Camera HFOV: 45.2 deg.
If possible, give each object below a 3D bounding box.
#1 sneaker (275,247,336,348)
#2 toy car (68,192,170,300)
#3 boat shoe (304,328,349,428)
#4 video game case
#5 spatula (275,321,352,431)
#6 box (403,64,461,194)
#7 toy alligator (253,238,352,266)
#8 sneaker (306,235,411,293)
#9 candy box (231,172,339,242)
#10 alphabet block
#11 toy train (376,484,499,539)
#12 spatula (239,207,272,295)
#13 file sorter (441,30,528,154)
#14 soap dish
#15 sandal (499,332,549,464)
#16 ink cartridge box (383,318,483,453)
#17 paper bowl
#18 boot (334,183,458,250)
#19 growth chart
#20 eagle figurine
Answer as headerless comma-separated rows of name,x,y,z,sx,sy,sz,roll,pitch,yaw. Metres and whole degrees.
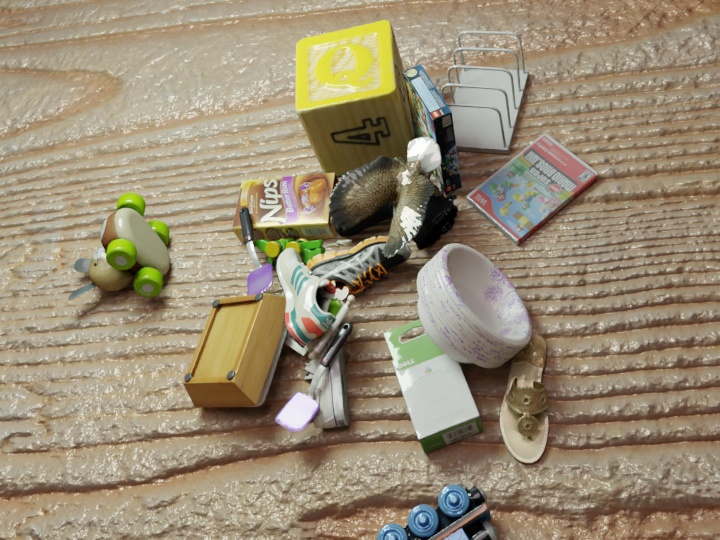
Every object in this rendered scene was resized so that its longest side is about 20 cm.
sneaker,-0.084,0.032,1.459,0.092,0.070,0.202,-28,45,17
toy car,-0.483,-0.022,1.665,0.198,0.158,0.166,-23,41,16
boat shoe,-0.063,0.169,1.454,0.069,0.071,0.203,-10,62,7
video game case,0.311,-0.151,1.570,0.199,0.018,0.143,-39,56,-9
spatula,-0.066,0.170,1.406,0.056,0.021,0.202,24,78,29
box,0.133,-0.255,1.580,0.037,0.201,0.138,-23,54,-4
toy alligator,-0.108,-0.030,1.604,0.197,0.059,0.055,1,98,18
sneaker,0.000,0.000,1.540,0.197,0.078,0.078,-18,56,17
candy box,-0.141,-0.120,1.668,0.196,0.057,0.118,-4,59,17
alphabet block,-0.007,-0.327,1.670,0.193,0.201,0.198,-11,55,10
toy train,0.110,0.397,1.247,0.198,0.087,0.115,-30,64,-6
spatula,-0.198,-0.038,1.587,0.056,0.021,0.202,-28,58,17
file sorter,0.232,-0.346,1.655,0.137,0.125,0.202,8,60,21
soap dish,-0.212,0.134,1.486,0.156,0.081,0.203,-7,54,38
sandal,0.255,0.185,1.341,0.076,0.070,0.215,1,59,17
ink cartridge box,0.116,0.179,1.394,0.102,0.060,0.202,-21,55,3
paper bowl,0.170,0.065,1.379,0.104,0.199,0.203,-43,48,29
boot,0.070,-0.098,1.584,0.198,0.074,0.162,-42,62,-9
growth chart,-0.095,0.075,1.498,0.199,0.018,0.146,18,76,51
eagle figurine,0.061,-0.124,1.478,0.150,0.153,0.199,-15,14,40
